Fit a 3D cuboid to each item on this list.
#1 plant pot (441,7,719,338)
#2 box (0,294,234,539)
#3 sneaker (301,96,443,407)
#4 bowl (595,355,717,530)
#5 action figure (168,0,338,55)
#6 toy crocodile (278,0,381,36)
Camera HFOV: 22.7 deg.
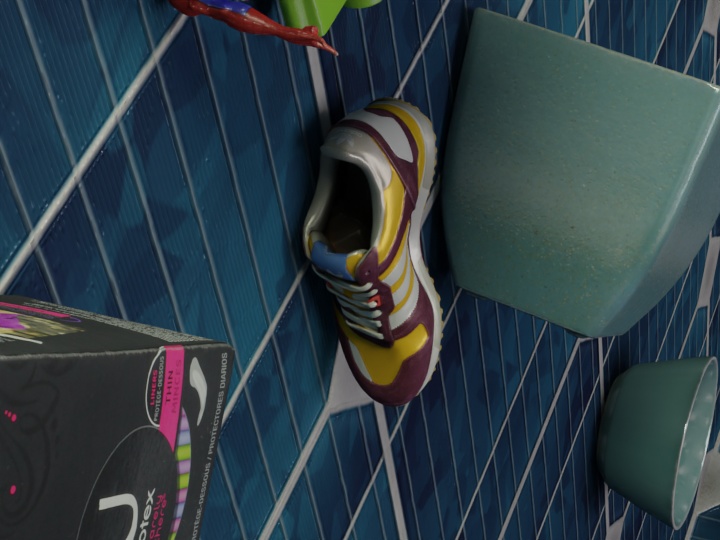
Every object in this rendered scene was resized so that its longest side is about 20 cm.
[{"bbox_3d":[0.165,-0.060,1.333,0.196,0.195,0.202,3,106,-70],"label":"plant pot"},{"bbox_3d":[-0.142,0.077,0.676,0.200,0.105,0.123,1,100,-69],"label":"box"},{"bbox_3d":[0.000,0.000,1.088,0.090,0.074,0.202,-34,127,-51],"label":"sneaker"},{"bbox_3d":[0.334,0.186,2.045,0.201,0.104,0.203,12,90,-70],"label":"bowl"},{"bbox_3d":[-0.064,-0.151,0.780,0.200,0.098,0.066,30,74,-72],"label":"action figure"},{"bbox_3d":[0.001,-0.211,0.984,0.201,0.061,0.068,-64,157,-24],"label":"toy crocodile"}]
